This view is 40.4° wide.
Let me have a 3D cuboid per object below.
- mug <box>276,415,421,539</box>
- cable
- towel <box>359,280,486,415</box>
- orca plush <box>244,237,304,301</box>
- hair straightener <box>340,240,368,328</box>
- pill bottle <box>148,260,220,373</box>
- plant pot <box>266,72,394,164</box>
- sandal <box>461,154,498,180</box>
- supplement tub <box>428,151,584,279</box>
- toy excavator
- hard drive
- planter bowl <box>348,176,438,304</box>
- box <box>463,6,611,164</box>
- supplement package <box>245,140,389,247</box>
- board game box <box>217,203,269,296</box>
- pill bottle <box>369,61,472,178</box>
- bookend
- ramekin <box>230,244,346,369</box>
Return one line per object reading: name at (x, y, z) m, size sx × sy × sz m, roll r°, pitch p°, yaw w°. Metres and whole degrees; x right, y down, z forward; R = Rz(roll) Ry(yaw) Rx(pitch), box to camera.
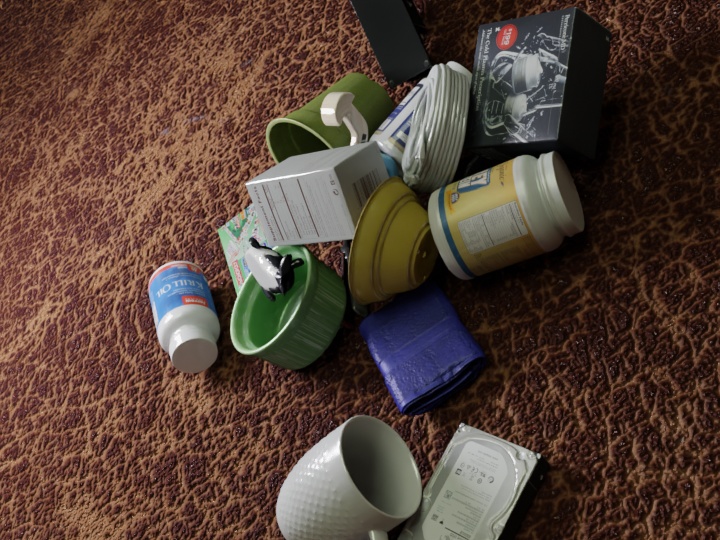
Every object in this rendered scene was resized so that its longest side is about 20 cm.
mug at (-0.020, 0.323, 1.306) m, size 0.175 × 0.147 × 0.202 m, roll -40°, pitch 53°, yaw 32°
cable at (0.119, -0.220, 1.532) m, size 0.200 × 0.068 × 0.203 m, roll -159°, pitch 82°, yaw -84°
towel at (0.091, 0.115, 1.461) m, size 0.147 × 0.050 × 0.201 m, roll -33°, pitch 42°, yaw 2°
orca plush at (-0.122, -0.014, 1.510) m, size 0.070 × 0.106 × 0.200 m, roll -23°, pitch 2°, yaw -16°
hair straightener at (0.000, 0.000, 1.627) m, size 0.077 × 0.041 × 0.202 m, roll -35°, pitch 34°, yaw 32°
pill bottle at (-0.312, 0.085, 1.750) m, size 0.112 × 0.112 × 0.201 m, roll -36°, pitch 43°, yaw 8°
plant pot at (-0.036, -0.251, 1.772) m, size 0.199 × 0.201 × 0.190 m, roll 14°, pitch 53°, yaw 43°
sandal at (0.212, -0.176, 1.592) m, size 0.202 × 0.075 × 0.048 m, roll -64°, pitch 12°, yaw -23°
supplement tub at (0.215, -0.082, 1.445) m, size 0.198 × 0.145 × 0.146 m, roll -20°, pitch 46°, yaw 24°
toy excavator at (0.000, -0.180, 1.624) m, size 0.099 × 0.193 × 0.203 m, roll 8°, pitch 91°, yaw 43°
hard drive at (0.141, 0.309, 1.268) m, size 0.139 × 0.038 × 0.201 m, roll 16°, pitch 69°, yaw 45°
planter bowl at (0.065, -0.033, 1.479) m, size 0.083 × 0.201 × 0.202 m, roll 18°, pitch 68°, yaw 24°
box at (0.264, -0.272, 1.476) m, size 0.181 × 0.103 × 0.203 m, roll 2°, pitch 80°, yaw 45°
supplement package at (-0.061, -0.118, 1.541) m, size 0.198 × 0.119 × 0.117 m, roll -3°, pitch 25°, yaw 43°
board game box at (-0.190, -0.049, 1.824) m, size 0.134 × 0.029 × 0.201 m, roll -36°, pitch 42°, yaw 10°
pill bottle at (0.117, -0.259, 1.691) m, size 0.200 × 0.111 × 0.111 m, roll -48°, pitch 42°, yaw -5°
bookend at (0.080, -0.454, 1.874) m, size 0.091 × 0.198 × 0.202 m, roll -25°, pitch 89°, yaw 20°
ramekin at (-0.113, 0.062, 1.594) m, size 0.199 × 0.097 × 0.202 m, roll -33°, pitch 41°, yaw 34°
